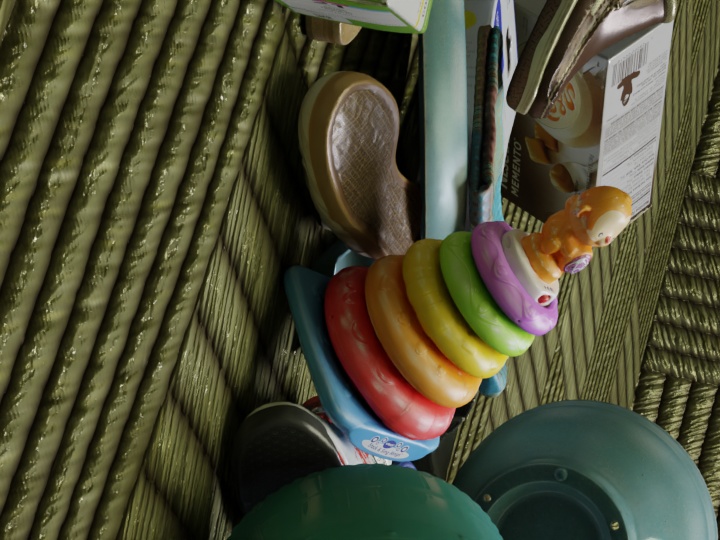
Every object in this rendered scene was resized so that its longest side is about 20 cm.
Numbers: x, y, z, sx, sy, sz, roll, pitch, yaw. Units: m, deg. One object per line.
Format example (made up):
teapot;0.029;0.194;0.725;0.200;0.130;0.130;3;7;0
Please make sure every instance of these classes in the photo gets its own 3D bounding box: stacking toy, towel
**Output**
stacking toy;0.068;0.013;1.285;0.116;0.200;0.110;23;40;-54
towel;0.081;-0.034;1.459;0.200;0.022;0.147;85;7;-50

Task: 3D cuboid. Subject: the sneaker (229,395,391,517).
sneaker;-0.028;0.106;1.345;0.202;0.067;0.108;58;17;-48

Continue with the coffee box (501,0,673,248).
coffee box;0.166;-0.129;1.797;0.080;0.114;0.200;-36;146;-29

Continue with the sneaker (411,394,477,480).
sneaker;0.041;0.096;1.639;0.087;0.074;0.200;-72;177;-55

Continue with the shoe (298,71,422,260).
shoe;-0.010;-0.056;1.286;0.070;0.053;0.200;-63;161;-15

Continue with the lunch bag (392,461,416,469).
lunch bag;0.015;0.219;1.499;0.160;0.075;0.200;-64;142;-41

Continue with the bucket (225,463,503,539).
bucket;0.007;0.211;1.241;0.135;0.206;0.208;-107;-157;-66

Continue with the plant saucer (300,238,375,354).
plant saucer;0.000;0.000;1.452;0.200;0.019;0.070;-42;143;-68

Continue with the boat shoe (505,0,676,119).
boat shoe;0.164;-0.176;1.457;0.203;0.075;0.075;-61;177;-12

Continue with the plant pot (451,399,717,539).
plant pot;0.140;0.191;1.627;0.134;0.200;0.201;9;94;-73

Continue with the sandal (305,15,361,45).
sandal;0.034;-0.185;1.296;0.212;0.069;0.078;-63;161;-49

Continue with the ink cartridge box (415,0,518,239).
ink cartridge box;0.075;-0.094;1.626;0.198;0.047;0.201;79;17;-60

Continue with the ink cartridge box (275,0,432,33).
ink cartridge box;-0.006;-0.199;1.087;0.200;0.076;0.148;8;94;-79

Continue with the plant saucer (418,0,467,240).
plant saucer;0.049;-0.104;1.409;0.200;0.027;0.201;179;-90;-90
